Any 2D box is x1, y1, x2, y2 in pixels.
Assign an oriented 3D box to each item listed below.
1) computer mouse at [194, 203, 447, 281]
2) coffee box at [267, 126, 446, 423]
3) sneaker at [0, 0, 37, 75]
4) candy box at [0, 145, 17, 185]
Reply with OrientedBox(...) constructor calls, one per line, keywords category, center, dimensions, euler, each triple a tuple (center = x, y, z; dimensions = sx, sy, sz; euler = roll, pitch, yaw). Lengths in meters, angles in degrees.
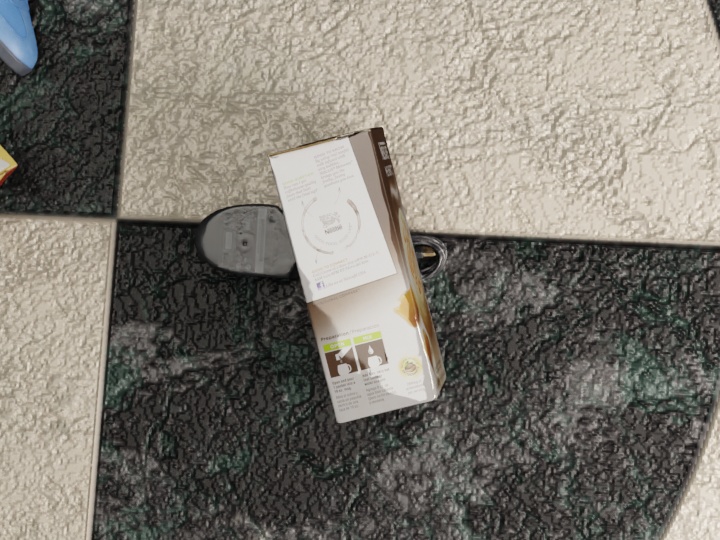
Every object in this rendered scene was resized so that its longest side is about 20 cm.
OrientedBox(category="computer mouse", center=(-0.031, -0.018, 1.517), dimensions=(0.198, 0.034, 0.059), euler=(7, 94, 5))
OrientedBox(category="coffee box", center=(0.000, 0.000, 1.442), dimensions=(0.079, 0.114, 0.202), euler=(-14, 94, 6))
OrientedBox(category="sneaker", center=(-0.299, -0.257, 1.578), dimensions=(0.078, 0.066, 0.201), euler=(-28, 79, 3))
OrientedBox(category="candy box", center=(-0.377, -0.115, 1.537), dimensions=(0.200, 0.056, 0.117), euler=(47, 127, 0))
